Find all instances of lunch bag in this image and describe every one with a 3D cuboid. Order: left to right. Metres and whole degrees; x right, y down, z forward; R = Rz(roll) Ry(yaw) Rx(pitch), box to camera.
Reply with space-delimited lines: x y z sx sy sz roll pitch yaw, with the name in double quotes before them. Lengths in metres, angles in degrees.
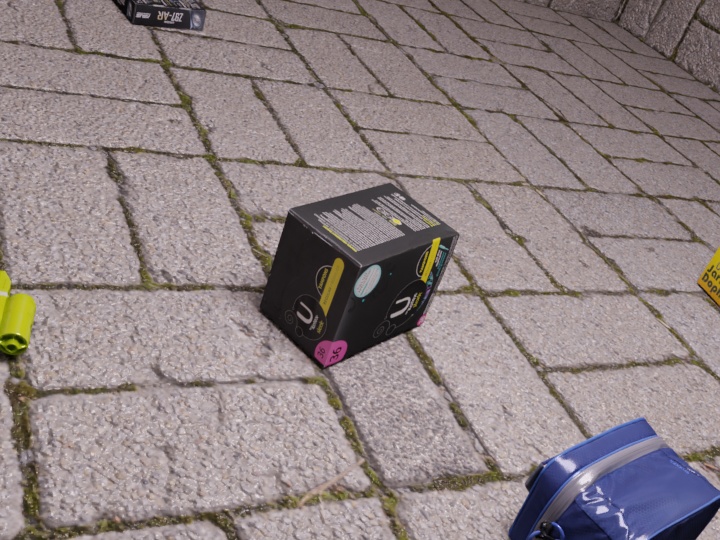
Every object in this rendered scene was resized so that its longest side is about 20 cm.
"lunch bag" 0.241 0.240 0.835 0.198 0.137 0.132 -9 41 -38

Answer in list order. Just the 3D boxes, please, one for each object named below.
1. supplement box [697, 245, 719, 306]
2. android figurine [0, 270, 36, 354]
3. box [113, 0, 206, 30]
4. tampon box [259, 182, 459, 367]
"supplement box" 0.725 0.019 1.489 0.197 0.111 0.109 6 34 -24
"android figurine" -0.420 0.041 0.837 0.179 0.041 0.201 10 35 -17
"box" -0.435 -0.571 1.756 0.159 0.044 0.200 -7 41 -38
"tampon box" 0.000 0.000 1.043 0.126 0.151 0.199 38 35 27
